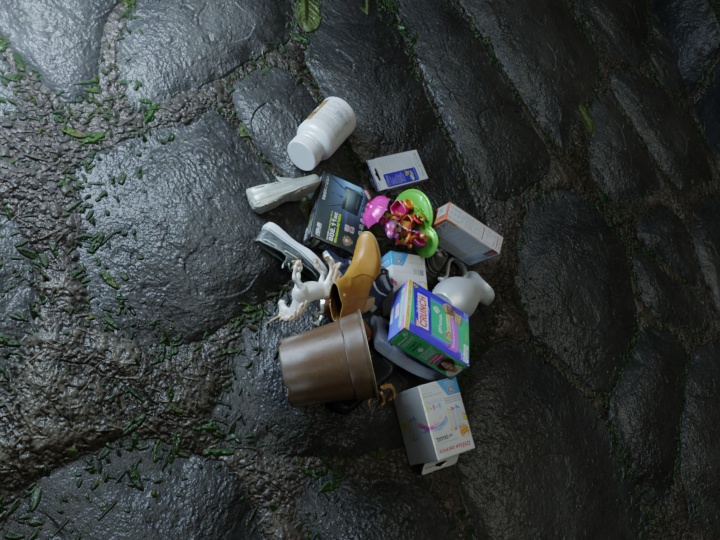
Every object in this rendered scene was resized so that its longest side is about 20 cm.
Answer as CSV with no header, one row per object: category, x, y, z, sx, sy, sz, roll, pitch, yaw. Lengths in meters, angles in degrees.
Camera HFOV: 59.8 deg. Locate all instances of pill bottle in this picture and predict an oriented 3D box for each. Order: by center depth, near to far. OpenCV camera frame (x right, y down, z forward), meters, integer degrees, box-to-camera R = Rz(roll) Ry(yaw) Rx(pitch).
pill bottle,-0.104,-0.360,1.662,0.114,0.114,0.201,42,56,-9

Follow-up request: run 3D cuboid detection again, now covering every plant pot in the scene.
plant pot,-0.074,0.207,1.394,0.193,0.201,0.205,-12,75,-2

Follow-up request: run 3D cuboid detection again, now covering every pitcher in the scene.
pitcher,0.262,0.052,1.732,0.198,0.122,0.173,-21,70,-46

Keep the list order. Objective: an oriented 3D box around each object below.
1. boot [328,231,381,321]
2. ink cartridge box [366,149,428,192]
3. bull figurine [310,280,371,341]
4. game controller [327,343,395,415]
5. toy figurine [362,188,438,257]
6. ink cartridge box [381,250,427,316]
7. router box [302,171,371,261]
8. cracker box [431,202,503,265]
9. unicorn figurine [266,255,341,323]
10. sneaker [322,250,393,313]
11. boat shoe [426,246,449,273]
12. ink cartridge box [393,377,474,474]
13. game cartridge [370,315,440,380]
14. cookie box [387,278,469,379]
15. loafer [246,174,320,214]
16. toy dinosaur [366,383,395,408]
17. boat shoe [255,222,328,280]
boot,-0.017,0.014,1.477,0.143,0.069,0.207,-10,104,-54
ink cartridge box,0.102,-0.285,1.807,0.197,0.037,0.097,-18,82,-37
bull figurine,-0.056,0.111,1.540,0.121,0.065,0.201,-41,89,-28
game controller,-0.007,0.258,1.504,0.199,0.042,0.104,-35,71,-29
toy figurine,0.091,-0.121,1.633,0.182,0.150,0.203,-2,56,-47
ink cartridge box,0.117,0.061,1.660,0.113,0.068,0.205,8,66,-28
router box,-0.059,-0.138,1.635,0.147,0.062,0.204,20,62,-22
cracker box,0.274,-0.097,1.719,0.198,0.133,0.059,31,64,-21
unicorn figurine,-0.126,0.043,1.465,0.195,0.074,0.141,-8,93,-17
sneaker,0.000,0.000,1.585,0.108,0.070,0.200,-42,103,3
boat shoe,0.237,-0.090,1.799,0.066,0.057,0.204,27,59,-19
ink cartridge box,0.182,0.383,1.540,0.126,0.125,0.205,-7,74,-32
game cartridge,0.113,0.198,1.583,0.197,0.041,0.134,30,19,-18
cookie box,0.171,0.143,1.543,0.197,0.075,0.173,30,40,-17
loafer,-0.191,-0.207,1.571,0.197,0.070,0.071,-23,76,-27
toy dinosaur,0.043,0.271,1.540,0.199,0.060,0.107,-38,91,-36
boat shoe,-0.171,-0.030,1.531,0.198,0.072,0.071,37,64,-1
